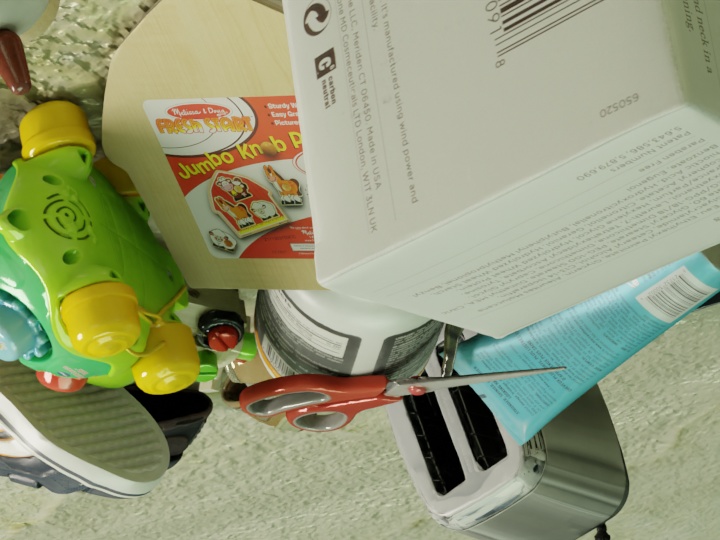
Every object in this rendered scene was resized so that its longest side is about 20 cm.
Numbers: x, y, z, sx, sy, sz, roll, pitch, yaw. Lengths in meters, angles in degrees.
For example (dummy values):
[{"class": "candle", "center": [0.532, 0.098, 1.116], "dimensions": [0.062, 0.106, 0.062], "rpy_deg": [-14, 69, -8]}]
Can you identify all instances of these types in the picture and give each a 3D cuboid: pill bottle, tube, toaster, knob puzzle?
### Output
[{"class": "pill bottle", "center": [0.000, 0.000, 1.229], "dimensions": [0.116, 0.116, 0.200], "rpy_deg": [-5, 157, -10]}, {"class": "tube", "center": [0.138, 0.031, 1.240], "dimensions": [0.200, 0.077, 0.050], "rpy_deg": [-38, -177, 35]}, {"class": "toaster", "center": [0.095, 0.109, 1.411], "dimensions": [0.114, 0.200, 0.129], "rpy_deg": [-33, 149, 26]}, {"class": "knob puzzle", "center": [-0.044, -0.073, 1.067], "dimensions": [0.220, 0.030, 0.220], "rpy_deg": [15, 137, 14]}]

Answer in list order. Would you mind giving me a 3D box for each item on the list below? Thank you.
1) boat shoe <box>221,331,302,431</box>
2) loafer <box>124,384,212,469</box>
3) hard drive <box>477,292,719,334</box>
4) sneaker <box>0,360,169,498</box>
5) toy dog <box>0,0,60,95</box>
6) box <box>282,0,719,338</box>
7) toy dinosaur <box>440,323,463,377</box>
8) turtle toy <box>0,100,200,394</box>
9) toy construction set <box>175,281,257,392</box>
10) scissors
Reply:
[{"class": "boat shoe", "center": [-0.056, 0.065, 1.430], "dimensions": [0.076, 0.072, 0.200], "rpy_deg": [9, 154, -11]}, {"class": "loafer", "center": [-0.183, 0.097, 1.475], "dimensions": [0.063, 0.072, 0.200], "rpy_deg": [-42, 151, 21]}, {"class": "hard drive", "center": [0.175, 0.003, 1.316], "dimensions": [0.200, 0.042, 0.135], "rpy_deg": [-19, -169, 26]}, {"class": "sneaker", "center": [-0.209, 0.082, 1.223], "dimensions": [0.200, 0.078, 0.079], "rpy_deg": [32, 125, 1]}, {"class": "toy dog", "center": [-0.215, -0.113, 0.911], "dimensions": [0.200, 0.096, 0.132], "rpy_deg": [-14, 156, 11]}, {"class": "box", "center": [0.080, -0.101, 0.912], "dimensions": [0.200, 0.199, 0.131], "rpy_deg": [-26, 150, 36]}, {"class": "toy dinosaur", "center": [0.101, -0.021, 1.234], "dimensions": [0.047, 0.088, 0.200], "rpy_deg": [18, 137, -37]}, {"class": "turtle toy", "center": [-0.155, 0.008, 1.145], "dimensions": [0.101, 0.146, 0.200], "rpy_deg": [-22, 155, 11]}, {"class": "toy construction set", "center": [-0.144, 0.045, 1.312], "dimensions": [0.200, 0.092, 0.131], "rpy_deg": [1, 139, -35]}, {"class": "scissors", "center": [0.019, 0.067, 1.217], "dimensions": [0.200, 0.014, 0.073], "rpy_deg": [-14, 149, 37]}]
